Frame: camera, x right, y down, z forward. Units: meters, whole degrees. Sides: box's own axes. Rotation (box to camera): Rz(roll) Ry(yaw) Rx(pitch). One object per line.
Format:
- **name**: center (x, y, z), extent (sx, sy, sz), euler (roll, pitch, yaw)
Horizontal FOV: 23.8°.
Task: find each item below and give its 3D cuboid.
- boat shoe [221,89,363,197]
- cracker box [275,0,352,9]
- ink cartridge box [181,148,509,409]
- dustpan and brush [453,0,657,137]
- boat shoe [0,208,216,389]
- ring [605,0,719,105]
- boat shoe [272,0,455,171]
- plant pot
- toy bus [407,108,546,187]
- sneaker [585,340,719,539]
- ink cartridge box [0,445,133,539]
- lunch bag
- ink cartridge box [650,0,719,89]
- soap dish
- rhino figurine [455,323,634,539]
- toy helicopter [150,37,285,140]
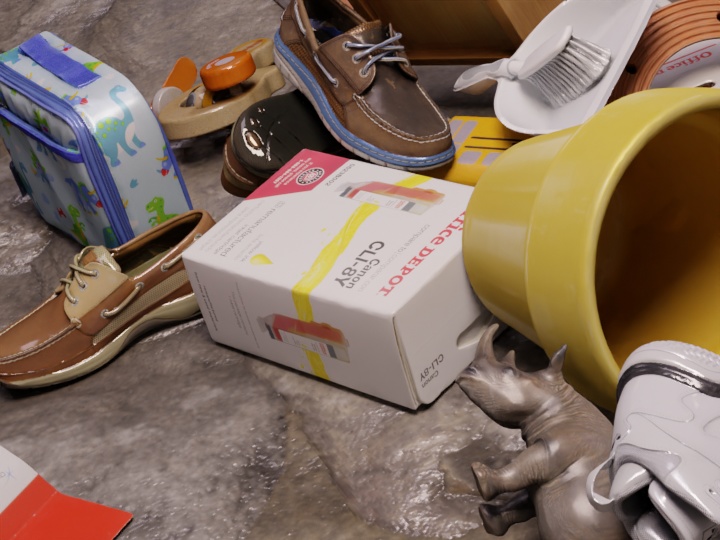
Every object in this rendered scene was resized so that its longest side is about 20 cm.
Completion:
- **boat shoe**: center (-0.034, -0.109, 1.353), extent (0.199, 0.074, 0.076), euler (-21, 71, -40)
- **cracker box**: center (-0.036, -0.318, 1.687), extent (0.133, 0.058, 0.200), euler (-26, 35, -12)
- **ink cartridge box**: center (0.000, 0.000, 1.188), extent (0.199, 0.084, 0.145), euler (16, 45, 39)
- **dustpan and brush**: center (0.125, -0.144, 1.229), extent (0.140, 0.057, 0.200), euler (-61, 12, -17)
- **boat shoe**: center (-0.187, 0.014, 1.258), extent (0.199, 0.074, 0.076), euler (-28, 35, -16)
- **ring**: center (0.261, -0.102, 1.194), extent (0.199, 0.019, 0.201), euler (2, 68, -4)
- **boat shoe**: center (-0.001, -0.146, 1.258), extent (0.072, 0.073, 0.200), euler (-22, 47, -33)
- **plant pot**: center (0.165, -0.014, 1.056), extent (0.200, 0.202, 0.189), euler (-31, 21, -21)
- **toy bus**: center (0.108, -0.068, 1.258), extent (0.199, 0.065, 0.078), euler (6, 41, 29)
- **sneaker**: center (0.213, 0.122, 0.889), extent (0.199, 0.075, 0.115), euler (26, 47, 9)
- **ink cartridge box**: center (-0.272, 0.172, 1.093), extent (0.199, 0.057, 0.163), euler (4, 39, 36)
- **lunch bag**: center (-0.220, -0.098, 1.356), extent (0.082, 0.161, 0.200), euler (-32, 37, -22)
- **ink cartridge box**: center (0.218, -0.140, 1.310), extent (0.116, 0.068, 0.200), euler (-22, 33, -8)
- **soap dish**: center (0.058, -0.229, 1.296), extent (0.157, 0.200, 0.082), euler (3, 66, 29)
- **rhino figurine**: center (0.107, 0.116, 0.941), extent (0.087, 0.060, 0.201), euler (-17, 62, -6)
- **toy helicopter**: center (-0.124, -0.158, 1.502), extent (0.132, 0.079, 0.200), euler (-14, 22, 20)
